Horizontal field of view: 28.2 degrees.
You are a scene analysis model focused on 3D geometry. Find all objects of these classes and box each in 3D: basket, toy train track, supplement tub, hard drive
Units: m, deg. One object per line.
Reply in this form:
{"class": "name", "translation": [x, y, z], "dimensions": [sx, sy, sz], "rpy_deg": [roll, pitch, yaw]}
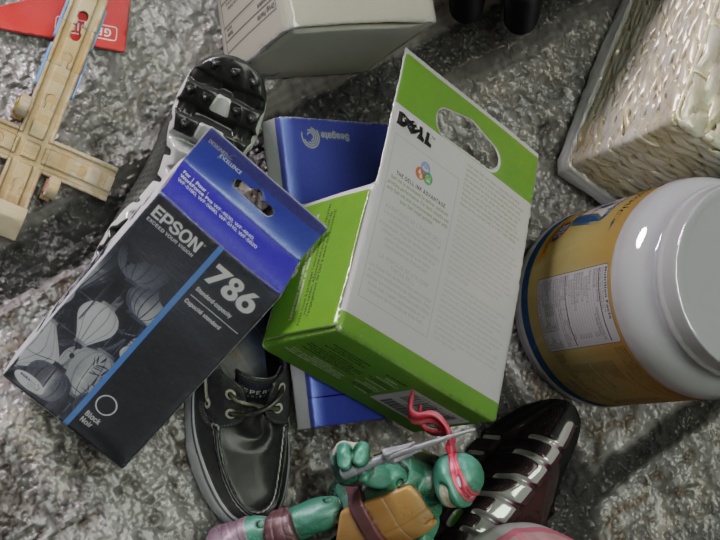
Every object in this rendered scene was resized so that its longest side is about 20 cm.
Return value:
{"class": "basket", "translation": [0.287, -0.125, 1.059], "dimensions": [0.197, 0.161, 0.201], "rpy_deg": [29, 71, -15]}
{"class": "toy train track", "translation": [-0.193, -0.117, 0.910], "dimensions": [0.114, 0.032, 0.202], "rpy_deg": [22, 83, -19]}
{"class": "supplement tub", "translation": [0.209, 0.017, 0.980], "dimensions": [0.143, 0.200, 0.146], "rpy_deg": [3, 81, -22]}
{"class": "hard drive", "translation": [0.000, 0.000, 0.971], "dimensions": [0.131, 0.025, 0.202], "rpy_deg": [-1, 82, -44]}

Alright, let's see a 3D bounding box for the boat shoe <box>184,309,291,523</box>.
{"class": "boat shoe", "translation": [-0.073, 0.067, 0.930], "dimensions": [0.069, 0.066, 0.202], "rpy_deg": [1, 81, -22]}

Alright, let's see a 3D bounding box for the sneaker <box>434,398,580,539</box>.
{"class": "sneaker", "translation": [0.103, 0.192, 0.992], "dimensions": [0.200, 0.075, 0.116], "rpy_deg": [-48, 116, -22]}

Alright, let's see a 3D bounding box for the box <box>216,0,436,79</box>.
{"class": "box", "translation": [-0.035, -0.241, 0.959], "dimensions": [0.108, 0.128, 0.202], "rpy_deg": [-7, 85, -24]}

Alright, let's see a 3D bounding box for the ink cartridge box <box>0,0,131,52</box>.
{"class": "ink cartridge box", "translation": [-0.233, -0.248, 0.925], "dimensions": [0.198, 0.045, 0.178], "rpy_deg": [8, 78, -21]}

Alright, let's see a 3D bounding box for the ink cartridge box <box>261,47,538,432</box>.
{"class": "ink cartridge box", "translation": [0.034, -0.016, 0.937], "dimensions": [0.147, 0.075, 0.202], "rpy_deg": [32, 59, -35]}

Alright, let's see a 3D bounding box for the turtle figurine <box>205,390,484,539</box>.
{"class": "turtle figurine", "translation": [0.010, 0.160, 0.884], "dimensions": [0.199, 0.101, 0.150], "rpy_deg": [-27, 106, 20]}

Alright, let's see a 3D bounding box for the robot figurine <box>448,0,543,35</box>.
{"class": "robot figurine", "translation": [0.115, -0.276, 1.028], "dimensions": [0.149, 0.124, 0.202], "rpy_deg": [24, 74, -31]}

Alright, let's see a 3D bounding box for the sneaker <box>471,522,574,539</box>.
{"class": "sneaker", "translation": [0.155, 0.219, 0.927], "dimensions": [0.199, 0.104, 0.076], "rpy_deg": [24, 82, -39]}

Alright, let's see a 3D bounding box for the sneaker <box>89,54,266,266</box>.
{"class": "sneaker", "translation": [-0.117, -0.046, 0.929], "dimensions": [0.066, 0.091, 0.201], "rpy_deg": [26, 98, -6]}

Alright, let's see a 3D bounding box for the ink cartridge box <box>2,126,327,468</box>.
{"class": "ink cartridge box", "translation": [-0.120, 0.019, 0.877], "dimensions": [0.099, 0.039, 0.200], "rpy_deg": [39, 104, -11]}
